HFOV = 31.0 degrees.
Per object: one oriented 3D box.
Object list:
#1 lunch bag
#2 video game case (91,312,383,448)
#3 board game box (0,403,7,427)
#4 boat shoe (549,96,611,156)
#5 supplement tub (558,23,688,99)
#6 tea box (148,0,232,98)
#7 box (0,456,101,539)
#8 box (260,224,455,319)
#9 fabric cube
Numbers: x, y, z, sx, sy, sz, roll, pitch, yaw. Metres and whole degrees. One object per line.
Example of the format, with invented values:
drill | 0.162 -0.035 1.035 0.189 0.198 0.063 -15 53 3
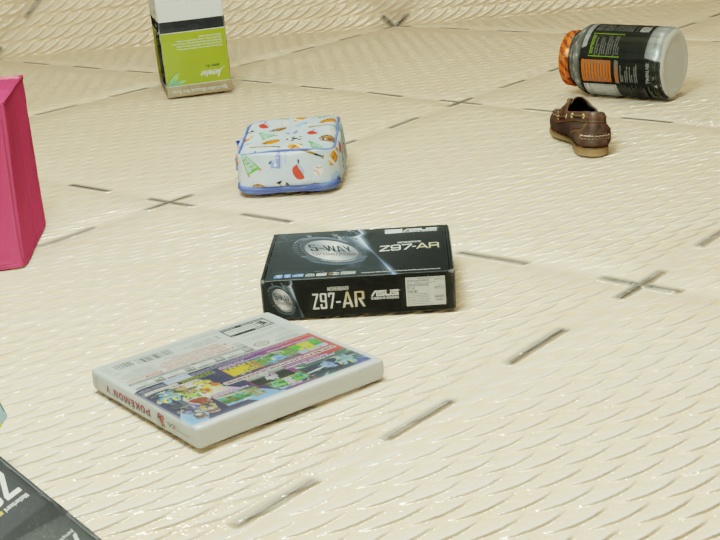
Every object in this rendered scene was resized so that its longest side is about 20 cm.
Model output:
lunch bag | -0.102 -0.165 1.842 0.159 0.076 0.200 -5 19 4
video game case | -0.111 0.093 1.162 0.199 0.023 0.182 -17 22 -36
board game box | -0.398 0.106 1.009 0.198 0.105 0.103 3 43 22
boat shoe | 0.329 -0.224 1.934 0.070 0.071 0.200 -7 18 -7
supplement tub | 0.448 -0.360 2.225 0.199 0.124 0.122 11 24 36
tea box | -0.339 -0.459 2.564 0.132 0.199 0.200 -8 20 -11
box | -0.279 0.178 0.790 0.161 0.049 0.200 38 30 8
box | 0.000 0.000 1.377 0.198 0.044 0.160 -3 19 4
fabric cube | -0.505 -0.118 1.590 0.194 0.201 0.200 -4 18 -5
